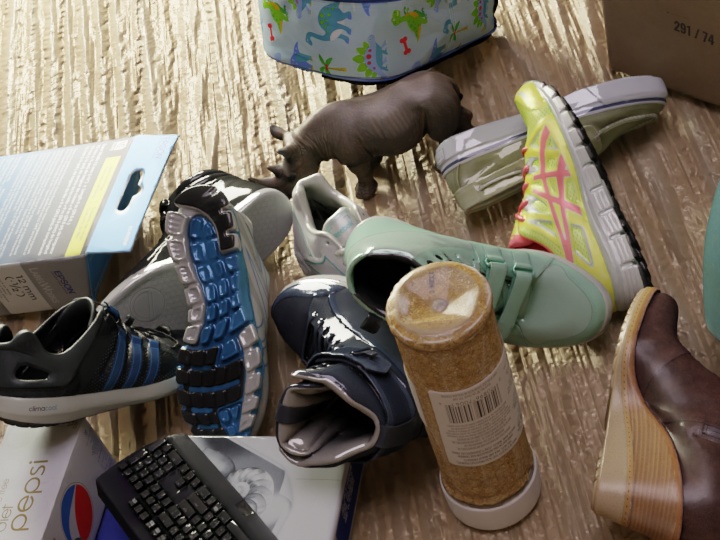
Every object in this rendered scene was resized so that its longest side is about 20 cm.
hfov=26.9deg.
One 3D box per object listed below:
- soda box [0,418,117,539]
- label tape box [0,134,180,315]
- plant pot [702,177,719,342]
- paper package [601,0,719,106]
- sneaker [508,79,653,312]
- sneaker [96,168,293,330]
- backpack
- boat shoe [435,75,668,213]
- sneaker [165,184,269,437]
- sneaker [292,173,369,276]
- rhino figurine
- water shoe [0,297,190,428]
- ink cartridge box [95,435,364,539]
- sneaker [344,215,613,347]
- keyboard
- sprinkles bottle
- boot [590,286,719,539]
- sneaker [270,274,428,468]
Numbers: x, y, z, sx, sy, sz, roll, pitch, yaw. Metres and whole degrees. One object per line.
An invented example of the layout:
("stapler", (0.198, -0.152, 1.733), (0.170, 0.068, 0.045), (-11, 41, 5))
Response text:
("soda box", (-0.236, 0.201, 1.060), (0.067, 0.064, 0.201), (-6, 45, 19))
("label tape box", (-0.248, -0.038, 1.281), (0.198, 0.066, 0.144), (-5, 46, 22))
("plant pot", (0.304, 0.008, 0.993), (0.135, 0.199, 0.200), (-57, 46, 13))
("paper package", (0.293, -0.230, 1.197), (0.199, 0.192, 0.103), (27, 61, 35))
("sneaker", (0.146, -0.052, 1.136), (0.090, 0.078, 0.202), (-25, 65, 14))
("sneaker", (-0.153, -0.008, 1.237), (0.200, 0.071, 0.099), (-40, 35, -12))
("backpack", (0.008, -0.255, 1.314), (0.182, 0.148, 0.200), (16, 35, 31))
("boat shoe", (0.160, -0.101, 1.221), (0.198, 0.072, 0.063), (-20, 81, -2))
("sneaker", (-0.093, 0.039, 1.145), (0.074, 0.087, 0.203), (-9, 77, 23))
("sneaker", (0.000, 0.000, 1.161), (0.070, 0.081, 0.200), (-33, 49, -15))
("rhino figurine", (-0.001, -0.109, 1.258), (0.198, 0.088, 0.060), (-18, 44, 2))
("water shoe", (-0.185, 0.058, 1.115), (0.071, 0.080, 0.199), (10, 17, 36))
("ink cartridge box", (-0.109, 0.203, 1.033), (0.198, 0.041, 0.201), (-4, 47, 17))
("sneaker", (0.080, 0.023, 1.051), (0.198, 0.075, 0.118), (15, 16, 2))
("keyboard", (-0.125, 0.195, 1.005), (0.127, 0.021, 0.200), (-37, 46, -14))
("sprinkles bottle", (0.070, 0.085, 0.970), (0.067, 0.201, 0.069), (-9, 45, 10))
("boot", (0.246, 0.103, 1.003), (0.164, 0.073, 0.201), (9, 49, 11))
("sneaker", (-0.028, 0.068, 1.067), (0.145, 0.078, 0.201), (-16, 32, -43))
